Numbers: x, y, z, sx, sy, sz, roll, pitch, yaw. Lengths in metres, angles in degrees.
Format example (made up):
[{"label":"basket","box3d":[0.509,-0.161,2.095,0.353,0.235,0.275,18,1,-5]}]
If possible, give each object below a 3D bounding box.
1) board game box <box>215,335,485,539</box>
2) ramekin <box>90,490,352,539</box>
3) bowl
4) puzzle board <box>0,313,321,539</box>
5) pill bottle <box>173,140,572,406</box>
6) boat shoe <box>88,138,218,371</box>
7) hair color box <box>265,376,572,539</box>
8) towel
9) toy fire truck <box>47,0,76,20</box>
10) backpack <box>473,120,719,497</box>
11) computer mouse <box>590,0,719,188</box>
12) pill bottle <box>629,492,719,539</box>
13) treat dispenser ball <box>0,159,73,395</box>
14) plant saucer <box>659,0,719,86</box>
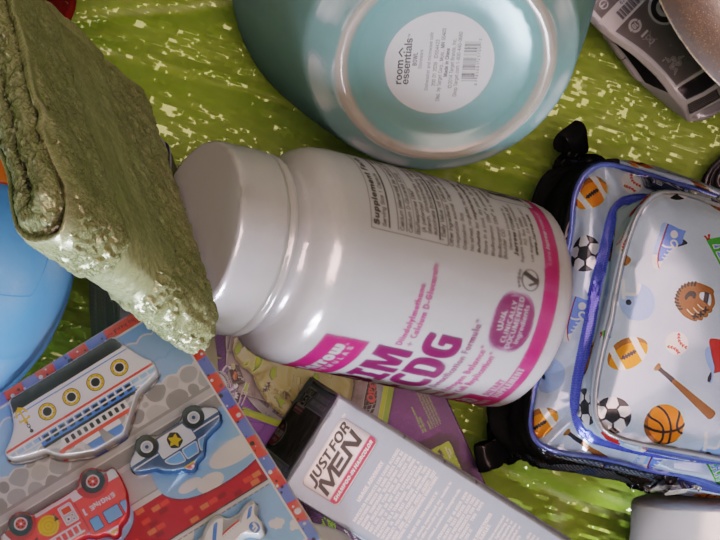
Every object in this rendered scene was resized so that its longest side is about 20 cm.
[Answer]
[{"label":"board game box","box3d":[-0.013,0.081,1.563,0.120,0.032,0.200,-26,97,-13]},{"label":"ramekin","box3d":[-0.096,0.169,1.467,0.200,0.200,0.098,12,83,-12]},{"label":"bowl","box3d":[0.038,-0.133,1.484,0.200,0.105,0.201,-4,121,-7]},{"label":"puzzle board","box3d":[-0.141,0.122,1.377,0.200,0.017,0.151,-31,73,-7]},{"label":"pill bottle","box3d":[0.000,0.000,1.475,0.200,0.113,0.114,13,90,-30]},{"label":"boat shoe","box3d":[-0.105,0.023,1.503,0.062,0.072,0.200,8,67,-21]},{"label":"hair color box","box3d":[0.047,0.137,1.514,0.200,0.099,0.061,33,87,-10]},{"label":"towel","box3d":[-0.136,-0.058,1.389,0.036,0.200,0.148,-34,140,13]},{"label":"toy fire truck","box3d":[-0.208,-0.216,1.482,0.200,0.112,0.168,12,66,-13]},{"label":"backpack","box3d":[0.182,0.036,1.543,0.190,0.154,0.200,14,90,-21]},{"label":"computer mouse","box3d":[0.187,-0.127,1.591,0.110,0.044,0.200,-44,105,-2]},{"label":"pill bottle","box3d":[0.191,0.225,1.569,0.112,0.112,0.201,-1,93,-12]},{"label":"treat dispenser ball","box3d":[-0.243,-0.015,1.423,0.200,0.201,0.201,0,92,-12]},{"label":"plant saucer","box3d":[0.236,-0.172,1.540,0.200,0.032,0.201,15,63,-32]}]
